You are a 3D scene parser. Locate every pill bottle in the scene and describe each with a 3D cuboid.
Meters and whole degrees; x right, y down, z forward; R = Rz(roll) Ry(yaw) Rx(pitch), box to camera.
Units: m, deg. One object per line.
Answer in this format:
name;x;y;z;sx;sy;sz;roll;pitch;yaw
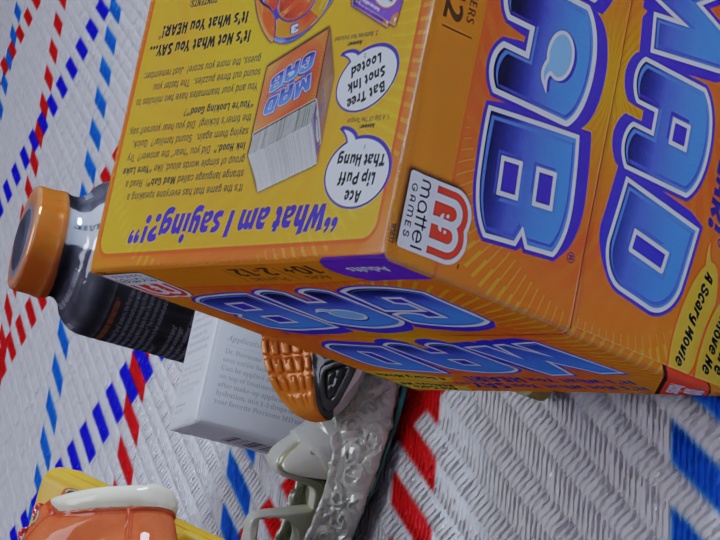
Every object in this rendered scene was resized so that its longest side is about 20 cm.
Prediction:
pill bottle;-0.131;0.004;1.624;0.106;0.199;0.107;-164;90;-73

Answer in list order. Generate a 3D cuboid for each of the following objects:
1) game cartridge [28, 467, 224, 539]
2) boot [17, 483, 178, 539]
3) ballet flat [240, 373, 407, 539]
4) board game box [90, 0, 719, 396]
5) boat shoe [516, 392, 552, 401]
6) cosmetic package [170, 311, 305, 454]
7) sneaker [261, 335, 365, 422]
game cartridge;-0.123;0.216;1.295;0.199;0.032;0.178;18;92;45
boot;-0.169;0.173;1.287;0.199;0.075;0.108;-17;63;32
ballet flat;-0.030;0.138;1.414;0.072;0.071;0.201;-145;72;-72
board game box;0.038;-0.068;1.042;0.199;0.199;0.201;-2;71;50
boat shoe;0.064;-0.014;1.240;0.201;0.063;0.073;-94;25;-51
cosmetic package;-0.043;0.011;1.505;0.071;0.101;0.202;158;126;-70
sneaker;0.000;0.000;1.426;0.092;0.075;0.201;49;-133;-56
